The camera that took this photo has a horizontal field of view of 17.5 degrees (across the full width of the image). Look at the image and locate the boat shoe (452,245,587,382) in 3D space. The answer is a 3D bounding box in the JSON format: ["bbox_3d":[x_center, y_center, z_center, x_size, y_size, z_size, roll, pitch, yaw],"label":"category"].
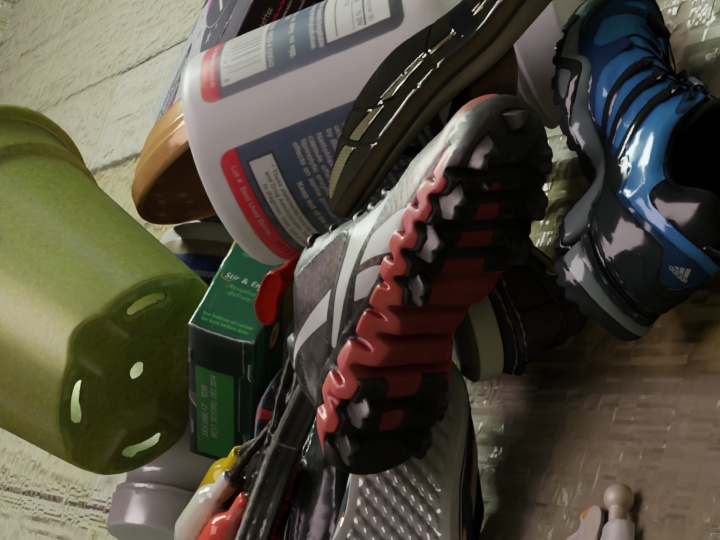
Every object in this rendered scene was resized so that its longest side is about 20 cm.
[{"bbox_3d":[0.062,0.009,1.198,0.201,0.060,0.072,-131,26,-73],"label":"boat shoe"}]

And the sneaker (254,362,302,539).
[{"bbox_3d":[-0.043,0.120,1.353,0.095,0.079,0.201,-158,89,-74],"label":"sneaker"}]

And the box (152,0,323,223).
[{"bbox_3d":[-0.057,-0.139,1.606,0.201,0.114,0.132,-60,21,28],"label":"box"}]

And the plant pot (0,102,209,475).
[{"bbox_3d":[-0.187,0.026,1.415,0.184,0.200,0.201,31,103,36],"label":"plant pot"}]

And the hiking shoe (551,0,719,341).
[{"bbox_3d":[0.139,-0.059,1.053,0.086,0.074,0.201,-30,41,32],"label":"hiking shoe"}]

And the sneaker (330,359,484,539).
[{"bbox_3d":[0.019,0.143,1.139,0.079,0.078,0.201,69,-146,-64],"label":"sneaker"}]

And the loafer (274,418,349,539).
[{"bbox_3d":[-0.015,0.131,1.259,0.070,0.068,0.202,-17,54,35],"label":"loafer"}]

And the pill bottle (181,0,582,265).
[{"bbox_3d":[0.020,-0.090,1.207,0.199,0.120,0.120,-20,39,17],"label":"pill bottle"}]

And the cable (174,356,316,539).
[{"bbox_3d":[-0.056,0.097,1.234,0.097,0.050,0.201,-86,14,-55],"label":"cable"}]

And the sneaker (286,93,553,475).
[{"bbox_3d":[0.019,-0.006,1.081,0.098,0.071,0.201,53,129,40],"label":"sneaker"}]

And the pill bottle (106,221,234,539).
[{"bbox_3d":[-0.099,0.080,1.504,0.111,0.110,0.201,-29,44,64],"label":"pill bottle"}]

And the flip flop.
[{"bbox_3d":[0.056,-0.094,1.103,0.200,0.058,0.081,-45,20,14],"label":"flip flop"}]

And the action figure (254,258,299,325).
[{"bbox_3d":[0.000,0.000,1.339,0.200,0.065,0.099,-52,-23,-53],"label":"action figure"}]

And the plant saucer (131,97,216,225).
[{"bbox_3d":[-0.059,-0.096,1.471,0.038,0.199,0.200,59,143,12],"label":"plant saucer"}]

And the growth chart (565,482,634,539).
[{"bbox_3d":[0.069,0.194,1.049,0.200,0.018,0.145,-52,24,42],"label":"growth chart"}]

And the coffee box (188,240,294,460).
[{"bbox_3d":[-0.047,0.006,1.396,0.123,0.044,0.201,94,-163,-49],"label":"coffee box"}]
